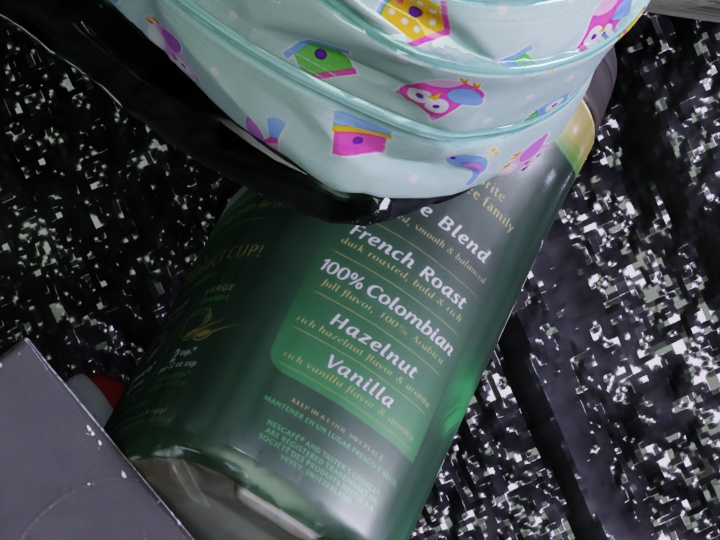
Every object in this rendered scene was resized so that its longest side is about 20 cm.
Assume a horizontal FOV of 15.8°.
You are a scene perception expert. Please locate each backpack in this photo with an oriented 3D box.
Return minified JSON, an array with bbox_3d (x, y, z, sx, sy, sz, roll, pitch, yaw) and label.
[{"bbox_3d":[-0.016,-0.111,0.671,0.167,0.127,0.200,-36,74,-30],"label":"backpack"}]

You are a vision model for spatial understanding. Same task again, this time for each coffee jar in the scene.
[{"bbox_3d":[0.000,0.000,0.746,0.085,0.104,0.201,32,62,-11],"label":"coffee jar"}]

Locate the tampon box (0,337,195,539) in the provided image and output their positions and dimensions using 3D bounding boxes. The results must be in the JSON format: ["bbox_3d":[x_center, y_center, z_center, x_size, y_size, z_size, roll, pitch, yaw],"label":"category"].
[{"bbox_3d":[-0.139,0.140,0.686,0.126,0.200,0.150,50,44,-1],"label":"tampon box"}]

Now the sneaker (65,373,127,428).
[{"bbox_3d":[-0.004,0.095,0.802,0.112,0.071,0.200,-34,100,-4],"label":"sneaker"}]

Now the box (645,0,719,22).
[{"bbox_3d":[0.123,-0.176,0.770,0.108,0.128,0.201,8,93,-9],"label":"box"}]
